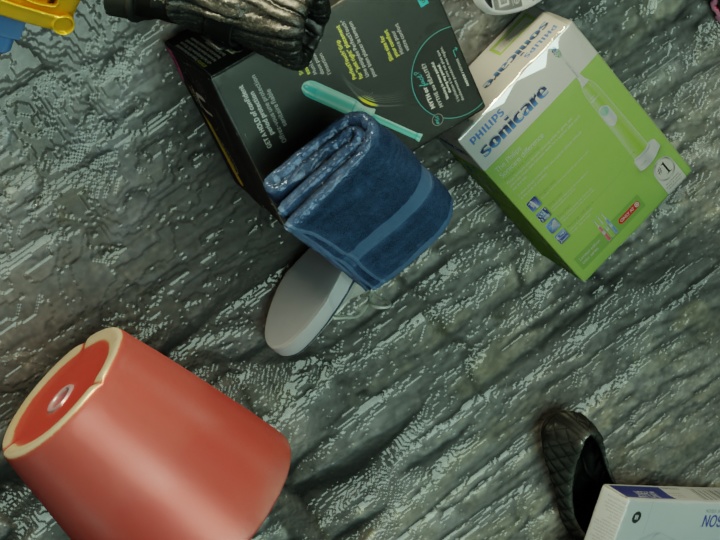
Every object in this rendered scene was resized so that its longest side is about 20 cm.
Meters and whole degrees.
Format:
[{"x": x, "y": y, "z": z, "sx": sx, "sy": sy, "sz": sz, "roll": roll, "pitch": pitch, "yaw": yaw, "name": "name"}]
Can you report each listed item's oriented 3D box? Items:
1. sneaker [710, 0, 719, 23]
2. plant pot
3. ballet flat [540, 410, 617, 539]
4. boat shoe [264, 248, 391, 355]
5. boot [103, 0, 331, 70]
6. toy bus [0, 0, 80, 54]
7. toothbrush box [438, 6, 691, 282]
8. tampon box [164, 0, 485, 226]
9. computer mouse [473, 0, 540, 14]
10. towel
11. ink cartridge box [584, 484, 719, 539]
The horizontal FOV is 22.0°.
[{"x": 0.388, "y": -0.211, "z": 1.717, "sx": 0.079, "sy": 0.095, "sz": 0.200, "roll": -29, "pitch": 116, "yaw": -10, "name": "sneaker"}, {"x": -0.188, "y": 0.157, "z": 1.546, "sx": 0.200, "sy": 0.200, "sz": 0.177, "roll": -47, "pitch": 110, "yaw": -2, "name": "plant pot"}, {"x": 0.226, "y": 0.219, "z": 1.814, "sx": 0.066, "sy": 0.057, "sz": 0.200, "roll": -35, "pitch": 124, "yaw": -12, "name": "ballet flat"}, {"x": -0.002, "y": -0.002, "z": 1.637, "sx": 0.086, "sy": 0.075, "sz": 0.202, "roll": 34, "pitch": 85, "yaw": -38, "name": "boat shoe"}, {"x": -0.097, "y": -0.211, "z": 1.413, "sx": 0.157, "sy": 0.211, "sz": 0.080, "roll": 12, "pitch": 110, "yaw": 3, "name": "boot"}, {"x": -0.292, "y": -0.253, "z": 1.393, "sx": 0.200, "sy": 0.136, "sz": 0.192, "roll": 16, "pitch": 117, "yaw": -25, "name": "toy bus"}, {"x": 0.177, "y": -0.113, "z": 1.662, "sx": 0.146, "sy": 0.086, "sz": 0.200, "roll": -46, "pitch": 120, "yaw": -2, "name": "toothbrush box"}, {"x": -0.030, "y": -0.162, "z": 1.529, "sx": 0.200, "sy": 0.126, "sz": 0.150, "roll": -31, "pitch": 119, "yaw": -11, "name": "tampon box"}, {"x": 0.172, "y": -0.284, "z": 1.626, "sx": 0.200, "sy": 0.044, "sz": 0.110, "roll": -21, "pitch": 116, "yaw": -21, "name": "computer mouse"}, {"x": 0.007, "y": -0.052, "z": 1.491, "sx": 0.112, "sy": 0.049, "sz": 0.200, "roll": -41, "pitch": 151, "yaw": 6, "name": "towel"}, {"x": 0.284, "y": 0.312, "z": 1.856, "sx": 0.199, "sy": 0.041, "sz": 0.201, "roll": 7, "pitch": 107, "yaw": -43, "name": "ink cartridge box"}]
